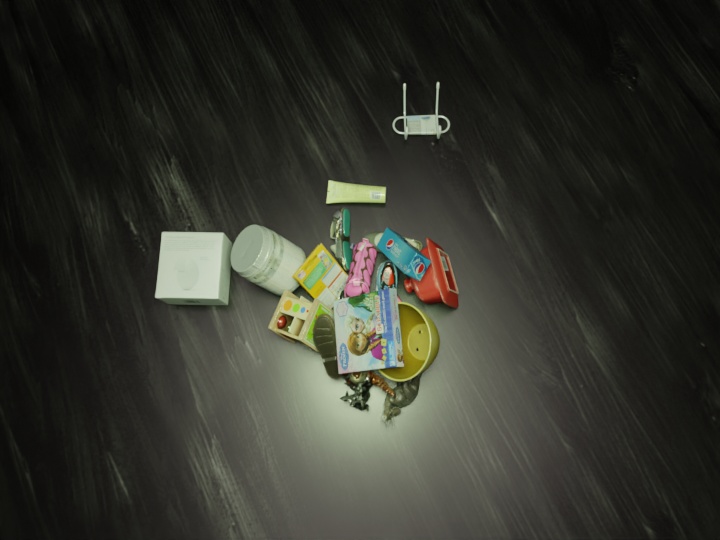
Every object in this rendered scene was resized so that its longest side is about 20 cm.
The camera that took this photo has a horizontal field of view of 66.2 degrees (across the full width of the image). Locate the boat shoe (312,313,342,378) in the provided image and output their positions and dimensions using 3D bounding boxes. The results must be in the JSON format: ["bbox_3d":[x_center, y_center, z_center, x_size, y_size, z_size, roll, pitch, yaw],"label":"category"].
[{"bbox_3d":[-0.089,0.208,1.588,0.070,0.068,0.206,-2,114,15],"label":"boat shoe"}]

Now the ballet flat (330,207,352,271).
[{"bbox_3d":[-0.063,-0.094,1.752,0.070,0.072,0.207,-3,76,0],"label":"ballet flat"}]

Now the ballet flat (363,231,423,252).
[{"bbox_3d":[0.104,-0.089,1.740,0.194,0.064,0.069,13,72,4],"label":"ballet flat"}]

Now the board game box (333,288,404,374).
[{"bbox_3d":[0.018,0.167,1.488,0.195,0.041,0.207,-15,75,35],"label":"board game box"}]

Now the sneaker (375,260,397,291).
[{"bbox_3d":[0.069,0.068,1.578,0.076,0.090,0.207,2,78,1],"label":"sneaker"}]

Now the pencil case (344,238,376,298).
[{"bbox_3d":[0.000,0.000,1.662,0.088,0.095,0.203,12,43,-3],"label":"pencil case"}]

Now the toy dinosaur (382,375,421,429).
[{"bbox_3d":[0.121,0.365,1.638,0.198,0.077,0.104,-36,96,-18],"label":"toy dinosaur"}]

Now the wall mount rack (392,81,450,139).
[{"bbox_3d":[0.204,-0.526,1.837,0.193,0.075,0.180,-2,76,0],"label":"wall mount rack"}]

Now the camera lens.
[{"bbox_3d":[-0.269,-0.028,1.649,0.157,0.198,0.165,-18,58,32],"label":"camera lens"}]

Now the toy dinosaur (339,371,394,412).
[{"bbox_3d":[0.003,0.328,1.611,0.101,0.197,0.139,36,68,-34],"label":"toy dinosaur"}]

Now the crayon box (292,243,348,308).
[{"bbox_3d":[-0.119,0.017,1.656,0.126,0.201,0.051,-49,45,-11],"label":"crayon box"}]

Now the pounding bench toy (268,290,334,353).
[{"bbox_3d":[-0.156,0.167,1.662,0.153,0.200,0.127,13,71,36],"label":"pounding bench toy"}]

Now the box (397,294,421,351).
[{"bbox_3d":[0.091,0.163,1.658,0.126,0.109,0.203,-33,78,-6],"label":"box"}]

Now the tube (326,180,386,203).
[{"bbox_3d":[-0.013,-0.251,1.793,0.193,0.053,0.059,3,35,5],"label":"tube"}]

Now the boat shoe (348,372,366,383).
[{"bbox_3d":[-0.012,0.217,1.575,0.071,0.063,0.206,-8,76,0],"label":"boat shoe"}]

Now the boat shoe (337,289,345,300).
[{"bbox_3d":[-0.026,0.158,1.651,0.064,0.074,0.207,-2,94,26],"label":"boat shoe"}]

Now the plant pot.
[{"bbox_3d":[0.141,0.194,1.504,0.196,0.140,0.207,-6,80,37],"label":"plant pot"}]

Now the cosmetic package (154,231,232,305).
[{"bbox_3d":[-0.509,-0.004,1.701,0.192,0.123,0.207,1,78,1],"label":"cosmetic package"}]

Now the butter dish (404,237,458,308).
[{"bbox_3d":[0.201,0.026,1.670,0.144,0.199,0.206,-18,76,20],"label":"butter dish"}]

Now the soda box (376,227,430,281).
[{"bbox_3d":[0.123,-0.050,1.611,0.063,0.200,0.069,24,103,-33],"label":"soda box"}]
